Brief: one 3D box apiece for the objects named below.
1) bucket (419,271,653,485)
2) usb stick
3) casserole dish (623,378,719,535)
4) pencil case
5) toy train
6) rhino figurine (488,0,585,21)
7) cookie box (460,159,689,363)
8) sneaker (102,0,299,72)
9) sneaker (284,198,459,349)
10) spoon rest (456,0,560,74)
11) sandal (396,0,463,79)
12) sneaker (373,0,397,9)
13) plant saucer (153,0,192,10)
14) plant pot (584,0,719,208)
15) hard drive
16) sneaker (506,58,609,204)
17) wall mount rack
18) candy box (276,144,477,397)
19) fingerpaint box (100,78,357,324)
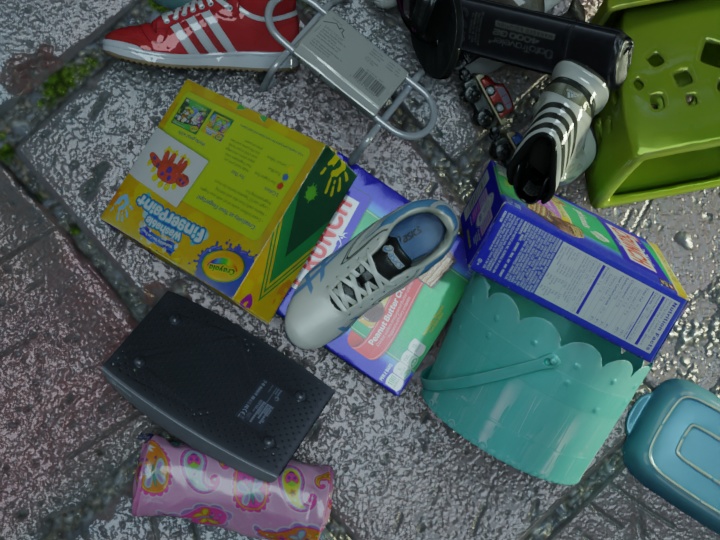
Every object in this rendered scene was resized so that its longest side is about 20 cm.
[{"bbox_3d":[0.163,0.100,1.188,0.205,0.207,0.136,28,99,-2],"label":"bucket"},{"bbox_3d":[0.166,-0.216,1.172,0.199,0.032,0.056,23,112,37],"label":"usb stick"},{"bbox_3d":[0.366,0.197,1.278,0.199,0.039,0.122,33,85,-2],"label":"casserole dish"},{"bbox_3d":[-0.126,0.215,1.221,0.197,0.087,0.089,11,85,-3],"label":"pencil case"},{"bbox_3d":[0.132,-0.172,1.273,0.045,0.034,0.201,-31,102,-6],"label":"toy train"},{"bbox_3d":[0.146,-0.293,1.221,0.087,0.060,0.201,-22,104,33],"label":"rhino figurine"},{"bbox_3d":[0.202,-0.014,1.206,0.198,0.171,0.076,27,107,-7],"label":"cookie box"},{"bbox_3d":[-0.158,-0.260,1.241,0.197,0.071,0.114,0,109,-11],"label":"sneaker"},{"bbox_3d":[0.008,0.000,1.174,0.199,0.072,0.072,-39,90,-5],"label":"sneaker"},{"bbox_3d":[0.163,-0.277,1.296,0.198,0.061,0.100,-27,87,8],"label":"spoon rest"},{"bbox_3d":[0.058,-0.287,1.209,0.047,0.075,0.203,-9,99,-31],"label":"sandal"},{"bbox_3d":[0.099,-0.343,1.276,0.128,0.080,0.201,24,75,6],"label":"sneaker"},{"bbox_3d":[-0.164,-0.367,1.287,0.197,0.027,0.203,0,87,-4],"label":"plant saucer"},{"bbox_3d":[0.318,-0.185,1.228,0.197,0.199,0.184,-11,80,-4],"label":"plant pot"},{"bbox_3d":[-0.139,0.116,1.210,0.199,0.043,0.135,30,47,6],"label":"hard drive"},{"bbox_3d":[0.170,-0.106,1.175,0.075,0.201,0.116,32,75,13],"label":"sneaker"},{"bbox_3d":[-0.003,-0.206,1.232,0.199,0.075,0.174,39,61,-2],"label":"wall mount rack"},{"bbox_3d":[0.000,0.000,1.247,0.199,0.077,0.170,34,85,0],"label":"candy box"},{"bbox_3d":[-0.128,-0.069,1.197,0.199,0.073,0.168,27,83,34],"label":"fingerpaint box"}]
